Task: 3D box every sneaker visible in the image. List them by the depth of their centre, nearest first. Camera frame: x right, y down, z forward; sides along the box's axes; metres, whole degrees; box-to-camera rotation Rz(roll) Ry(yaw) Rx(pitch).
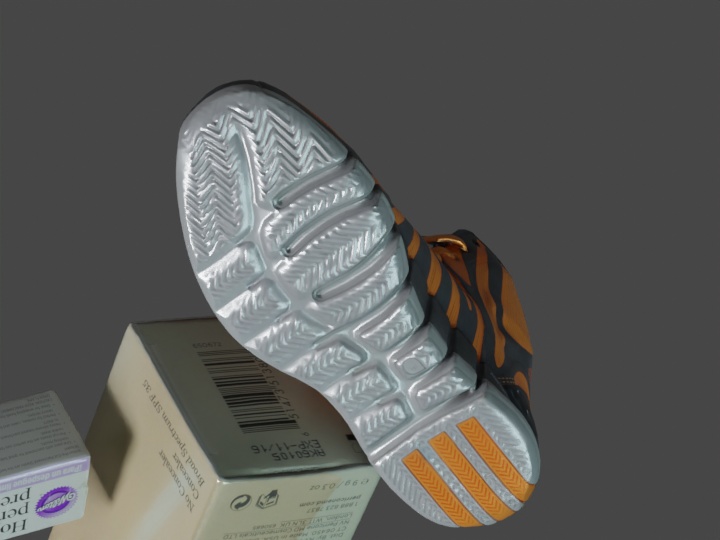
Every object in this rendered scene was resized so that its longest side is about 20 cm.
[{"bbox_3d":[0.000,0.000,0.934,0.078,0.112,0.200,-27,112,17],"label":"sneaker"}]

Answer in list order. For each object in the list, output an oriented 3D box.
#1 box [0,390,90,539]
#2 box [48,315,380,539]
[{"bbox_3d":[-0.200,0.093,0.906,0.200,0.041,0.039,-14,139,-26],"label":"box"},{"bbox_3d":[-0.072,0.121,0.992,0.078,0.095,0.200,-3,131,-34],"label":"box"}]
